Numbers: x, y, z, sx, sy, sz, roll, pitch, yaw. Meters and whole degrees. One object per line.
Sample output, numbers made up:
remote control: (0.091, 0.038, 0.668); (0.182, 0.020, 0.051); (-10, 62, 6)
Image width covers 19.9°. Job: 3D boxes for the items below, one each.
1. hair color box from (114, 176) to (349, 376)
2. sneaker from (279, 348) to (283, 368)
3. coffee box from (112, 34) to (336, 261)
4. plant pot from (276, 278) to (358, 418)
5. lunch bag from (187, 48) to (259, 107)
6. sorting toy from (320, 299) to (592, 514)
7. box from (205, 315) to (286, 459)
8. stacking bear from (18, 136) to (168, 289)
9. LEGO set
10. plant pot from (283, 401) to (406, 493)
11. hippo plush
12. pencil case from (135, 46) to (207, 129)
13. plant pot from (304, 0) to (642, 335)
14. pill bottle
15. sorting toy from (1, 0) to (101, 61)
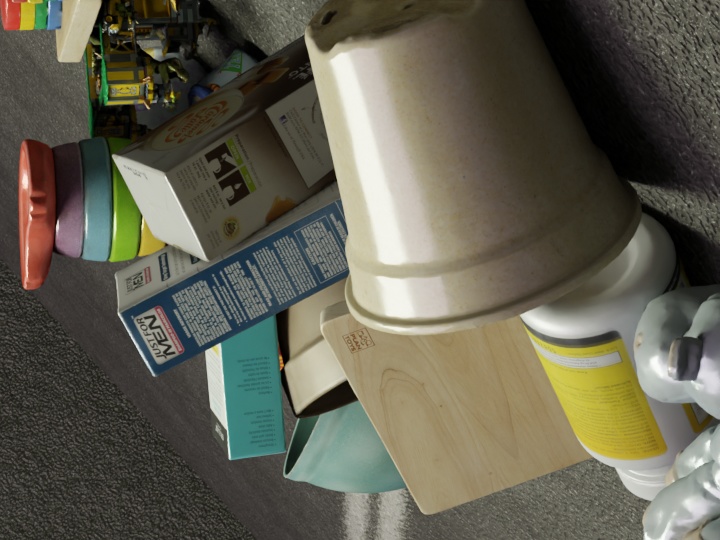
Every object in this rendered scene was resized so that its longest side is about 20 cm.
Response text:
hair color box: (-0.082, -0.005, 1.538); (0.061, 0.199, 0.100); (63, -179, -18)
sneaker: (-0.039, 0.047, 1.811); (0.072, 0.200, 0.078); (-2, 111, 17)
coffee box: (-0.070, -0.099, 1.542); (0.114, 0.199, 0.080); (23, 143, 61)
plant pot: (0.000, 0.000, 1.667); (0.174, 0.199, 0.200); (63, 167, 10)
lunch bag: (-0.080, -0.101, 1.829); (0.160, 0.076, 0.200); (45, 165, 10)
sorting toy: (0.098, 0.059, 1.514); (0.070, 0.198, 0.201); (-93, -21, -55)
box: (-0.097, 0.042, 1.642); (0.082, 0.049, 0.202); (-144, 49, -73)
stacking bear: (-0.188, -0.058, 1.755); (0.122, 0.198, 0.114); (103, 161, -44)
LEGO set: (-0.171, -0.188, 1.759); (0.200, 0.115, 0.155); (121, 144, -68)
plant pot: (0.028, 0.120, 1.875); (0.133, 0.201, 0.200); (23, 166, -6)
hippo plush: (0.224, 0.096, 1.231); (0.161, 0.159, 0.200); (55, 165, -21)
pencil case: (-0.201, -0.120, 1.896); (0.090, 0.201, 0.083); (24, 135, -9)
plant pot: (0.055, -0.090, 1.285); (0.200, 0.200, 0.184); (23, 139, 59)
pill bottle: (0.183, 0.063, 1.387); (0.112, 0.112, 0.201); (32, 157, 48)
sorting toy: (-0.261, -0.289, 1.673); (0.200, 0.069, 0.200); (147, 119, -75)
